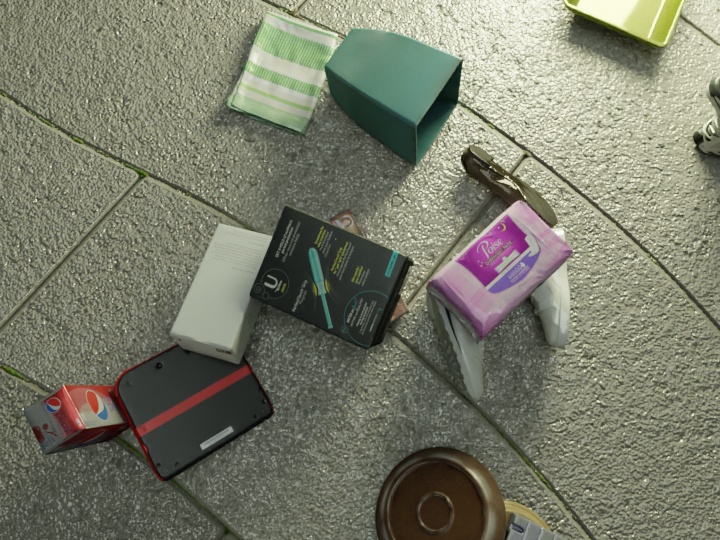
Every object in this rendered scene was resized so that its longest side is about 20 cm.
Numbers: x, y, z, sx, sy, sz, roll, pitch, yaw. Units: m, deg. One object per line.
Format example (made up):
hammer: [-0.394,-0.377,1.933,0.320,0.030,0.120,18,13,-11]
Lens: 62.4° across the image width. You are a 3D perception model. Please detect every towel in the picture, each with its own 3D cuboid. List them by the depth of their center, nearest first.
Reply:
towel: [-0.138,-0.356,1.065,0.152,0.023,0.201,19,79,2]

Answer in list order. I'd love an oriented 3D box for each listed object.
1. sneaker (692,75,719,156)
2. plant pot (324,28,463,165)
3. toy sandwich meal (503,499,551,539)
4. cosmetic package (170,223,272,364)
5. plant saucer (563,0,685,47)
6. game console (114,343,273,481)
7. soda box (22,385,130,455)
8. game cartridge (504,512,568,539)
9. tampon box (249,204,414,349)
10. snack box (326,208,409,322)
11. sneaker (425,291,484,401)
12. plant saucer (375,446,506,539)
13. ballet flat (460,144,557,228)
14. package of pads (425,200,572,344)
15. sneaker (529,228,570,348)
sneaker: [0.597,-0.240,0.990,0.200,0.115,0.076,28,72,-29]
plant pot: [0.047,-0.306,1.003,0.199,0.141,0.142,31,80,13]
toy sandwich meal: [0.200,0.443,0.891,0.203,0.070,0.207,1,76,-4]
cosmetic package: [-0.207,0.034,0.934,0.101,0.074,0.201,14,65,8]
plant saucer: [0.490,-0.515,1.090,0.199,0.048,0.201,26,80,5]
game console: [-0.259,0.197,0.927,0.199,0.031,0.178,-28,85,-24]
soda box: [-0.393,0.211,0.859,0.063,0.200,0.070,-32,81,-6]
game cartridge: [0.236,0.465,0.835,0.129,0.038,0.201,27,75,-2]
tampon box: [-0.039,0.011,0.918,0.199,0.126,0.151,23,91,11]
snack box: [0.000,0.000,0.994,0.072,0.024,0.201,-30,81,-4]
sneaker: [0.170,0.106,0.954,0.080,0.076,0.201,-13,80,-13]
plant saucer: [0.112,0.359,0.876,0.199,0.032,0.201,-10,58,16]
ballet flat: [0.250,-0.136,1.016,0.200,0.067,0.046,40,126,4]
package of pads: [0.209,0.001,0.908,0.200,0.076,0.121,-41,76,-9]
sneaker: [0.277,0.027,0.973,0.115,0.074,0.202,1,70,2]
